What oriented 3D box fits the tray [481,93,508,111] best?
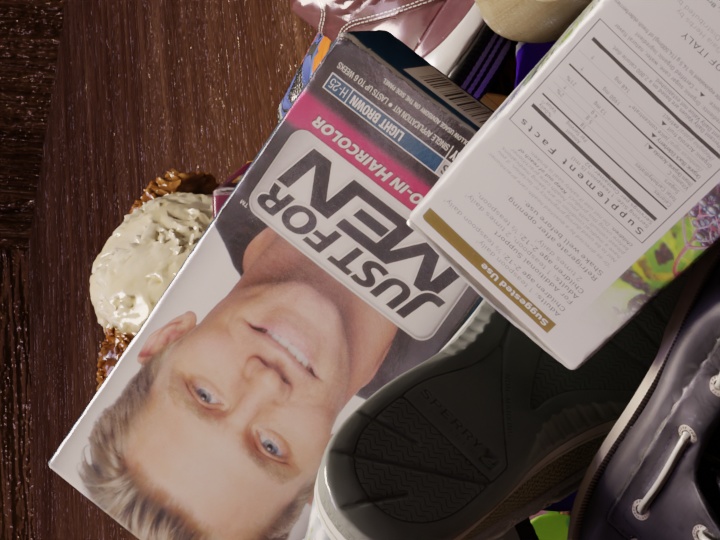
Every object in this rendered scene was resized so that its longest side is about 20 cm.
[{"bbox_3d":[0.058,0.022,1.352,0.099,0.037,0.201,-133,48,-74],"label":"tray"}]

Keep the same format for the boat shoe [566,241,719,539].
[{"bbox_3d":[0.119,0.076,0.956,0.063,0.072,0.201,-103,26,-58],"label":"boat shoe"}]

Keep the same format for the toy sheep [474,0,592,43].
[{"bbox_3d":[0.100,-0.161,0.982,0.200,0.138,0.138,-54,27,28],"label":"toy sheep"}]

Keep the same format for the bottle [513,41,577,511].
[{"bbox_3d":[0.088,-0.008,1.143,0.084,0.065,0.201,113,159,-68],"label":"bottle"}]

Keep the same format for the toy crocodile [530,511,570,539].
[{"bbox_3d":[0.065,0.166,1.204,0.068,0.062,0.201,120,152,-65],"label":"toy crocodile"}]

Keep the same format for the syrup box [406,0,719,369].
[{"bbox_3d":[0.102,-0.058,0.902,0.079,0.081,0.200,-48,-1,-38],"label":"syrup box"}]

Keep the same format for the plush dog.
[{"bbox_3d":[-0.053,0.017,1.453,0.200,0.171,0.161,-79,-5,-47],"label":"plush dog"}]

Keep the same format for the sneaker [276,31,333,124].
[{"bbox_3d":[0.026,-0.113,1.246,0.078,0.075,0.200,-30,9,47],"label":"sneaker"}]

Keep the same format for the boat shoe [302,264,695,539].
[{"bbox_3d":[0.055,0.051,1.011,0.074,0.202,0.065,45,142,12],"label":"boat shoe"}]

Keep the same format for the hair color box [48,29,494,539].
[{"bbox_3d":[-0.016,0.021,1.057,0.200,0.100,0.061,-56,-11,14],"label":"hair color box"}]

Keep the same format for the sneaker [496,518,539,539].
[{"bbox_3d":[0.025,0.173,1.117,0.084,0.120,0.201,134,119,-82],"label":"sneaker"}]

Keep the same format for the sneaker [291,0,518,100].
[{"bbox_3d":[0.040,-0.169,1.140,0.200,0.115,0.076,-57,-15,-2],"label":"sneaker"}]

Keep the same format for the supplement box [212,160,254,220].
[{"bbox_3d":[0.000,0.000,1.196,0.200,0.110,0.086,-75,-16,-85],"label":"supplement box"}]
